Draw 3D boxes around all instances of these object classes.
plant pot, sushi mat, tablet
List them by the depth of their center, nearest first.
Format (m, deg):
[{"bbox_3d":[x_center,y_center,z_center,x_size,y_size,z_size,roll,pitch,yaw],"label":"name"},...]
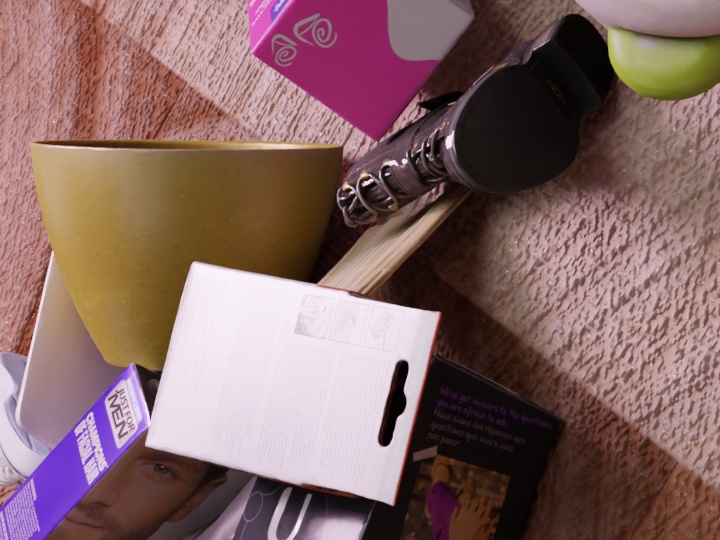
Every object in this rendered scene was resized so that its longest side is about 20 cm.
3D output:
[{"bbox_3d":[0.000,0.000,1.681,0.096,0.012,0.200,-30,9,34],"label":"sushi mat"},{"bbox_3d":[-0.111,-0.011,1.811,0.200,0.200,0.142,7,98,54],"label":"plant pot"},{"bbox_3d":[-0.171,0.034,1.888,0.014,0.130,0.200,-5,63,31],"label":"tablet"}]

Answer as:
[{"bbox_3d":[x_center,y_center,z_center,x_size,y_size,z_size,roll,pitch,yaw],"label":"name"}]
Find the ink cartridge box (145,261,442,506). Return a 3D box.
[{"bbox_3d":[-0.025,0.063,1.538,0.200,0.050,0.109,10,84,45],"label":"ink cartridge box"}]

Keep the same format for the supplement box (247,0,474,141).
[{"bbox_3d":[-0.003,-0.176,1.776,0.101,0.103,0.200,-52,17,15],"label":"supplement box"}]

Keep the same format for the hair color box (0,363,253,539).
[{"bbox_3d":[-0.157,0.161,1.799,0.200,0.109,0.065,-48,37,22],"label":"hair color box"}]

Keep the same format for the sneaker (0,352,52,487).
[{"bbox_3d":[-0.227,0.120,1.950,0.200,0.073,0.071,-125,53,-71],"label":"sneaker"}]

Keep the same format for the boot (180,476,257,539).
[{"bbox_3d":[-0.074,0.180,1.673,0.138,0.077,0.200,-46,20,16],"label":"boot"}]

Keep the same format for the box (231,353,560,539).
[{"bbox_3d":[0.008,0.148,1.593,0.122,0.106,0.200,9,75,55],"label":"box"}]

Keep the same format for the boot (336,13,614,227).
[{"bbox_3d":[0.053,-0.067,1.668,0.174,0.069,0.200,-29,8,36],"label":"boot"}]

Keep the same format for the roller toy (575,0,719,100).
[{"bbox_3d":[0.195,-0.200,1.520,0.200,0.140,0.183,-39,67,12],"label":"roller toy"}]
